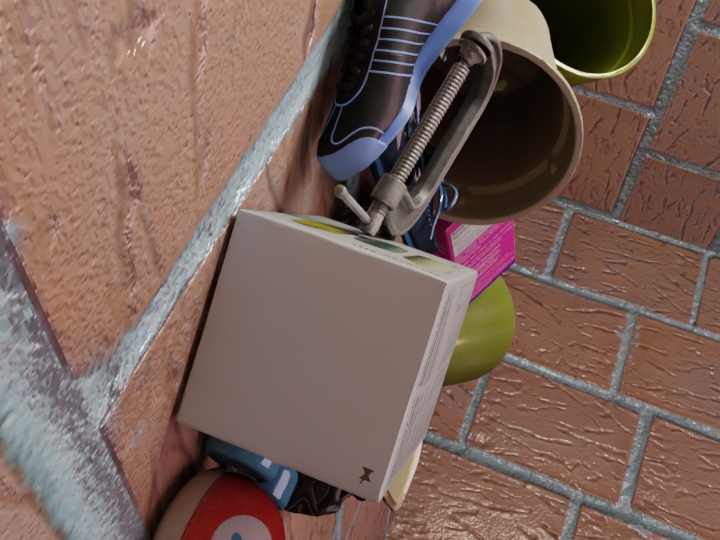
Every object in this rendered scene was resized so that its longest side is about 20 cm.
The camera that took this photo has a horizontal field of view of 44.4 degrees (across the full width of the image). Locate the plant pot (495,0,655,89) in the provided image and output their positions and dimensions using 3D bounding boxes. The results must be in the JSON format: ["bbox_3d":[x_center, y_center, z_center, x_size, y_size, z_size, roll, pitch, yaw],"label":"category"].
[{"bbox_3d":[0.240,-0.314,1.142,0.202,0.199,0.193,-67,-166,-15],"label":"plant pot"}]

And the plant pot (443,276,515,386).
[{"bbox_3d":[0.080,0.074,1.147,0.199,0.186,0.189,-13,124,-59],"label":"plant pot"}]

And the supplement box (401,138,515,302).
[{"bbox_3d":[0.109,-0.057,1.018,0.103,0.101,0.201,-40,152,-12],"label":"supplement box"}]

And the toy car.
[{"bbox_3d":[-0.051,0.241,0.670,0.177,0.198,0.186,87,25,-62],"label":"toy car"}]

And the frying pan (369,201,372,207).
[{"bbox_3d":[0.001,-0.001,0.915,0.115,0.031,0.192,81,31,-88],"label":"frying pan"}]

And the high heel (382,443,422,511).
[{"bbox_3d":[0.018,0.165,1.012,0.142,0.070,0.203,160,-75,-74],"label":"high heel"}]

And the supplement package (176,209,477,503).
[{"bbox_3d":[-0.012,0.050,0.659,0.200,0.150,0.153,-10,118,-77],"label":"supplement package"}]

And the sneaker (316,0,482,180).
[{"bbox_3d":[0.014,-0.167,0.658,0.201,0.078,0.070,-58,-149,-9],"label":"sneaker"}]

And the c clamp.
[{"bbox_3d":[0.057,-0.103,0.672,0.201,0.027,0.171,-58,161,-10],"label":"c clamp"}]

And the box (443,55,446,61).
[{"bbox_3d":[0.109,-0.187,1.105,0.082,0.049,0.202,26,84,-79],"label":"box"}]

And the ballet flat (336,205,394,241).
[{"bbox_3d":[-0.017,0.037,0.816,0.074,0.073,0.203,30,76,-78],"label":"ballet flat"}]

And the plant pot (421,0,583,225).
[{"bbox_3d":[0.118,-0.181,0.875,0.185,0.198,0.202,-75,176,-47],"label":"plant pot"}]

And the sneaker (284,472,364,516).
[{"bbox_3d":[-0.020,0.164,0.918,0.077,0.113,0.201,95,15,-55],"label":"sneaker"}]

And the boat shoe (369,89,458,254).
[{"bbox_3d":[0.050,-0.083,0.779,0.068,0.085,0.201,-25,144,-2],"label":"boat shoe"}]
